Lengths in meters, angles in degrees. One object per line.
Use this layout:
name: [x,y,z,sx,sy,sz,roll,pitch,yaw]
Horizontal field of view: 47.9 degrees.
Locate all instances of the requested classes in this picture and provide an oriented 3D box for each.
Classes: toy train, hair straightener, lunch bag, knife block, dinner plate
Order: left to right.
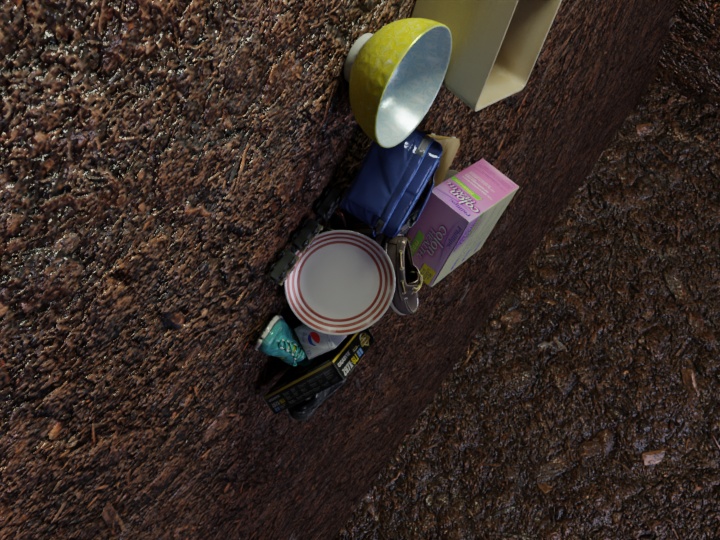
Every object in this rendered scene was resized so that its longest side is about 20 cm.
toy train: [-0.095,-0.057,1.391,0.200,0.034,0.046,-55,172,-11]
hair straightener: [-0.052,-0.043,1.513,0.200,0.041,0.077,85,27,-70]
dinner plate: [-0.037,0.021,1.455,0.201,0.199,0.024,-62,-168,15]
lunch bag: [0.060,-0.152,1.424,0.201,0.132,0.136,-62,179,17]
knife block: [0.126,-0.181,1.621,0.200,0.064,0.177,-21,121,-62]

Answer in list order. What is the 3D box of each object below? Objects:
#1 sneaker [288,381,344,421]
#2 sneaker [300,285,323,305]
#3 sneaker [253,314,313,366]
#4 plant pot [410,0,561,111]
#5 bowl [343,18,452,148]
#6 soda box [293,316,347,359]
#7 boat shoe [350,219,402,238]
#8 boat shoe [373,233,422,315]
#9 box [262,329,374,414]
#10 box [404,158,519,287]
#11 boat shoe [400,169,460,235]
sneaker: [-0.090,0.245,1.822,0.199,0.076,0.114,-47,166,-15]
sneaker: [-0.027,0.031,1.524,0.199,0.077,0.085,9,138,-33]
sneaker: [-0.138,0.138,1.521,0.078,0.079,0.200,-56,161,-2]
plant pot: [0.190,-0.405,1.318,0.200,0.177,0.200,-34,150,-49]
bowl: [0.040,-0.298,1.220,0.200,0.107,0.200,-49,160,-24]
soda box: [-0.060,0.105,1.593,0.063,0.069,0.200,-24,-176,19]
boat shoe: [0.025,-0.103,1.573,0.202,0.074,0.075,-22,108,-72]
boat shoe: [0.081,0.012,1.510,0.201,0.059,0.072,69,34,-40]
box: [-0.082,0.196,1.622,0.200,0.049,0.160,-30,-173,33]
box: [0.185,-0.094,1.559,0.200,0.097,0.176,-35,159,-45]
boat shoe: [0.153,-0.137,1.710,0.200,0.075,0.093,-31,151,29]
